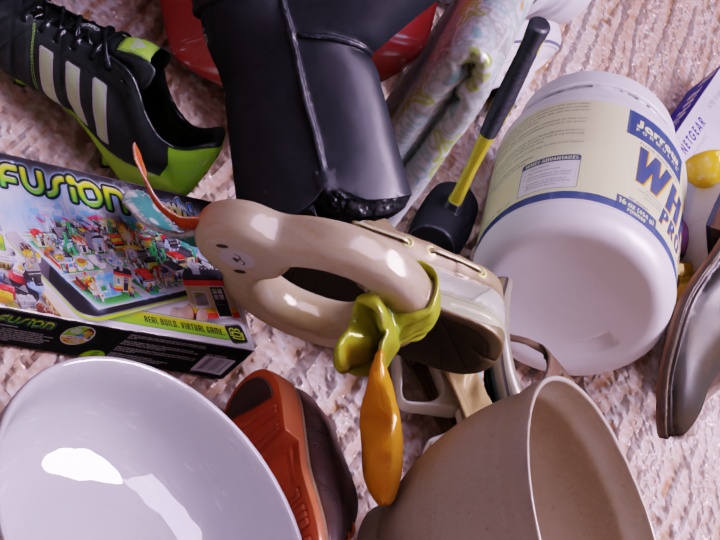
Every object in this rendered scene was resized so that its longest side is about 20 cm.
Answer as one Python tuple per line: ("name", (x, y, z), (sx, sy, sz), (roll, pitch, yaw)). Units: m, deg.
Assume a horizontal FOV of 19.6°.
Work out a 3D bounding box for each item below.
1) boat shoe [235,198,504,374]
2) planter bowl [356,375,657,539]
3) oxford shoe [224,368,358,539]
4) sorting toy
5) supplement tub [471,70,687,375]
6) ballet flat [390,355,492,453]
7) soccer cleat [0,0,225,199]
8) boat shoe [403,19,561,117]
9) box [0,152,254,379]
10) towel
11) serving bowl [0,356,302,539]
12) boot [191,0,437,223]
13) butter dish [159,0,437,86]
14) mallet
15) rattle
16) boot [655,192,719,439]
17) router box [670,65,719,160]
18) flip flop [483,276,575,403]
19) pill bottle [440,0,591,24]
("boat shoe", (0.000, 0.000, 1.316), (0.199, 0.074, 0.067), (25, 45, -10))
("planter bowl", (0.081, 0.175, 1.192), (0.200, 0.134, 0.202), (47, 33, -44))
("oxford shoe", (-0.026, 0.148, 1.178), (0.073, 0.071, 0.201), (27, 40, -37))
("sorting toy", (0.271, 0.023, 1.564), (0.106, 0.200, 0.181), (14, 57, -16))
("supplement tub", (0.160, -0.038, 1.498), (0.145, 0.145, 0.201), (38, 36, -17))
("ballet flat", (0.058, 0.098, 1.343), (0.062, 0.069, 0.201), (-8, 58, -20))
("soccer cleat", (-0.165, -0.126, 1.260), (0.200, 0.081, 0.068), (44, 34, -10))
("boat shoe", (0.098, -0.154, 1.616), (0.199, 0.070, 0.071), (-17, 98, -58))
("box", (-0.157, -0.004, 1.196), (0.199, 0.035, 0.111), (12, 50, -43))
("towel", (0.054, -0.117, 1.405), (0.048, 0.200, 0.172), (30, 39, -7))
("serving bowl", (-0.121, 0.146, 1.072), (0.199, 0.066, 0.201), (29, 40, -28))
("boot", (0.006, -0.116, 1.252), (0.076, 0.198, 0.170), (122, -48, -84))
("butter dish", (-0.041, -0.163, 1.380), (0.199, 0.199, 0.149), (12, 73, -40))
("mallet", (0.087, -0.093, 1.426), (0.041, 0.201, 0.066), (27, 30, 2))
("rattle", (-0.061, 0.031, 1.182), (0.199, 0.130, 0.144), (24, 79, -22))
("boot", (0.272, 0.033, 1.447), (0.075, 0.096, 0.201), (56, 53, -64))
("router box", (0.334, -0.067, 1.811), (0.180, 0.049, 0.200), (48, 34, -5))
("flip flop", (0.119, 0.099, 1.370), (0.057, 0.081, 0.202), (-12, 63, -5))
("pill bottle", (0.096, -0.265, 1.661), (0.199, 0.116, 0.117), (11, 50, -43))
